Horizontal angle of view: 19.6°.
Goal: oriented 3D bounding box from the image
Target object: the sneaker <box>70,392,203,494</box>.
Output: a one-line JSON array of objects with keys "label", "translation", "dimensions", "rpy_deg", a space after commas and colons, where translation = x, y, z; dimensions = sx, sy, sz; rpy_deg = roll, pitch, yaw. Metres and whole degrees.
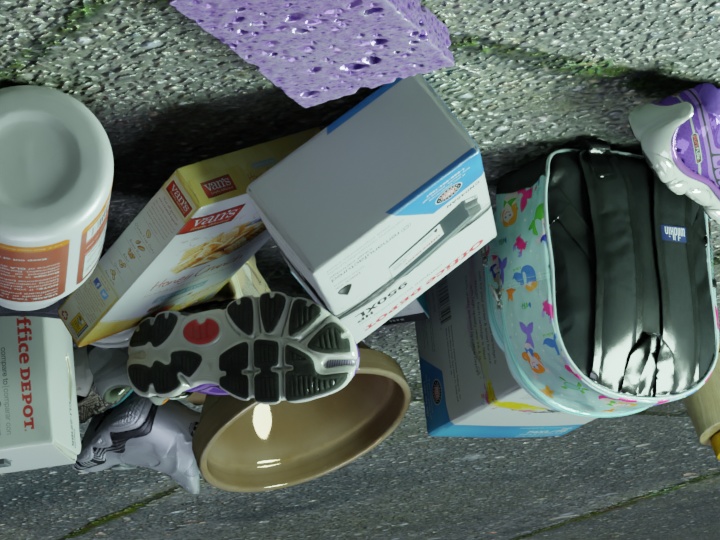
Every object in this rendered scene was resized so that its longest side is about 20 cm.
[{"label": "sneaker", "translation": [-0.206, 0.175, 2.032], "dimensions": [0.115, 0.075, 0.200], "rpy_deg": [33, 149, -12]}]

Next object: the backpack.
[{"label": "backpack", "translation": [0.187, 0.015, 1.627], "dimensions": [0.177, 0.200, 0.151], "rpy_deg": [3, 161, -31]}]

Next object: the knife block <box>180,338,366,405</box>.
[{"label": "knife block", "translation": [-0.089, 0.074, 1.942], "dimensions": [0.175, 0.064, 0.200], "rpy_deg": [-11, 162, 10]}]

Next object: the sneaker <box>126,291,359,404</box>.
[{"label": "sneaker", "translation": [-0.079, 0.058, 1.531], "dimensions": [0.200, 0.081, 0.083], "rpy_deg": [0, 175, 37]}]

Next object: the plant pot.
[{"label": "plant pot", "translation": [-0.062, 0.107, 1.848], "dimensions": [0.200, 0.093, 0.201], "rpy_deg": [-17, 152, -10]}]

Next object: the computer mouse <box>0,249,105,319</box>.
[{"label": "computer mouse", "translation": [-0.261, -0.002, 1.581], "dimensions": [0.200, 0.138, 0.053], "rpy_deg": [-2, 126, -43]}]

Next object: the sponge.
[{"label": "sponge", "translation": [-0.027, -0.156, 1.280], "dimensions": [0.111, 0.030, 0.200], "rpy_deg": [-13, 162, 19]}]

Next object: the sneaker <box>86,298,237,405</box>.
[{"label": "sneaker", "translation": [-0.133, 0.064, 1.649], "dimensions": [0.200, 0.080, 0.074], "rpy_deg": [-7, -179, 33]}]

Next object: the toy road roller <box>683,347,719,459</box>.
[{"label": "toy road roller", "translation": [0.453, 0.123, 2.231], "dimensions": [0.200, 0.123, 0.146], "rpy_deg": [7, 143, -40]}]

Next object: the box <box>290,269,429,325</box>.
[{"label": "box", "translation": [0.000, 0.000, 1.759], "dimensions": [0.082, 0.049, 0.200], "rpy_deg": [-9, 163, 9]}]

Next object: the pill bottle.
[{"label": "pill bottle", "translation": [-0.230, -0.041, 1.432], "dimensions": [0.112, 0.112, 0.200], "rpy_deg": [-3, 162, -11]}]

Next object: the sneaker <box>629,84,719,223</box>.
[{"label": "sneaker", "translation": [0.275, -0.087, 1.526], "dimensions": [0.083, 0.081, 0.200], "rpy_deg": [-29, 158, 24]}]

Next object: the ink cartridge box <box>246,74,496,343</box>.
[{"label": "ink cartridge box", "translation": [0.014, -0.041, 1.485], "dimensions": [0.145, 0.084, 0.200], "rpy_deg": [-37, 163, -4]}]

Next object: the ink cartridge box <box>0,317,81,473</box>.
[{"label": "ink cartridge box", "translation": [-0.351, 0.102, 1.790], "dimensions": [0.200, 0.145, 0.084], "rpy_deg": [-8, 163, 4]}]

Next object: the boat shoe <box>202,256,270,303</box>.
[{"label": "boat shoe", "translation": [-0.118, 0.002, 1.703], "dimensions": [0.072, 0.065, 0.200], "rpy_deg": [-3, 147, 22]}]

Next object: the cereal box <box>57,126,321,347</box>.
[{"label": "cereal box", "translation": [-0.119, -0.024, 1.513], "dimensions": [0.144, 0.040, 0.200], "rpy_deg": [-21, 164, -43]}]

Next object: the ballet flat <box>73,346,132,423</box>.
[{"label": "ballet flat", "translation": [-0.265, 0.105, 1.979], "dimensions": [0.075, 0.068, 0.200], "rpy_deg": [10, 161, -21]}]

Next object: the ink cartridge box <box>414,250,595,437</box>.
[{"label": "ink cartridge box", "translation": [0.158, 0.052, 1.825], "dimensions": [0.146, 0.147, 0.200], "rpy_deg": [3, 161, -26]}]
